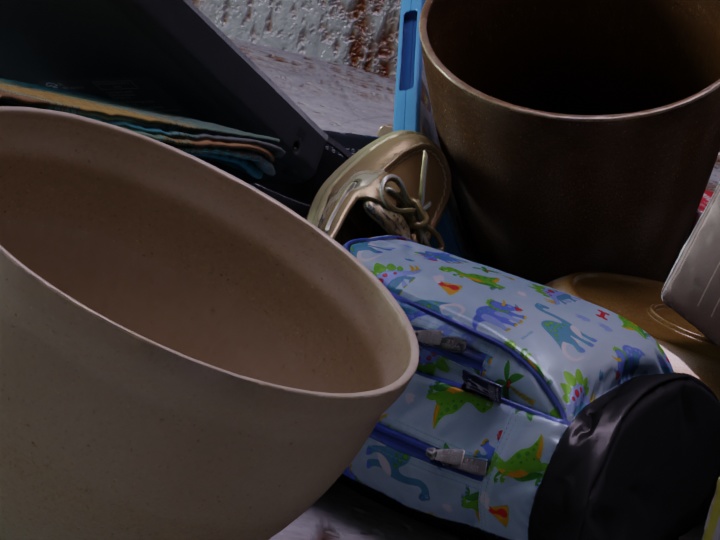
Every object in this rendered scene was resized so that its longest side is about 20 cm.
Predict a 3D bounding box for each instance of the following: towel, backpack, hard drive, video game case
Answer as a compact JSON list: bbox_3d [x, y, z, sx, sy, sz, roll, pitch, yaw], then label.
[{"bbox_3d":[-0.147,-0.071,0.984,0.146,0.022,0.199,14,5,33],"label":"towel"},{"bbox_3d":[0.055,0.063,1.050,0.199,0.155,0.163,5,11,33],"label":"backpack"},{"bbox_3d":[-0.126,-0.106,1.088,0.139,0.033,0.200,2,-27,37],"label":"hard drive"},{"bbox_3d":[0.051,-0.077,1.360,0.018,0.144,0.201,-13,34,12],"label":"video game case"}]

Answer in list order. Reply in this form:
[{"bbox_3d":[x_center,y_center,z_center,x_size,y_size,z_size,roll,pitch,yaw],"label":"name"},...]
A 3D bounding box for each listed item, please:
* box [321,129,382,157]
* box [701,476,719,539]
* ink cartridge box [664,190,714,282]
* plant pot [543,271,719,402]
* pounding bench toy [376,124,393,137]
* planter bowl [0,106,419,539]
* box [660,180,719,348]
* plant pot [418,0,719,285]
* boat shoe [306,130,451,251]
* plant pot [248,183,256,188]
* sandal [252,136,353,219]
[{"bbox_3d":[-0.077,-0.035,1.348,0.148,0.108,0.199,4,0,43],"label":"box"},{"bbox_3d":[0.226,0.131,1.037,0.050,0.076,0.199,23,13,36],"label":"box"},{"bbox_3d":[0.271,0.039,1.382,0.198,0.145,0.084,10,12,-16],"label":"ink cartridge box"},{"bbox_3d":[0.183,0.040,1.183,0.199,0.028,0.200,15,14,-4],"label":"plant pot"},{"bbox_3d":[0.107,-0.021,1.542,0.199,0.125,0.156,16,11,13],"label":"pounding bench toy"},{"bbox_3d":[-0.095,0.045,0.844,0.199,0.135,0.200,25,20,-9],"label":"planter bowl"},{"bbox_3d":[0.293,0.003,1.083,0.165,0.165,0.200,7,27,-45],"label":"box"},{"bbox_3d":[0.127,-0.061,1.294,0.185,0.201,0.188,-1,39,1],"label":"plant pot"},{"bbox_3d":[0.000,0.000,1.179,0.062,0.201,0.073,-11,-52,51],"label":"boat shoe"},{"bbox_3d":[-0.125,0.005,1.077,0.140,0.142,0.200,14,8,0],"label":"plant pot"},{"bbox_3d":[-0.040,-0.054,1.228,0.200,0.077,0.043,35,-33,-27],"label":"sandal"}]
